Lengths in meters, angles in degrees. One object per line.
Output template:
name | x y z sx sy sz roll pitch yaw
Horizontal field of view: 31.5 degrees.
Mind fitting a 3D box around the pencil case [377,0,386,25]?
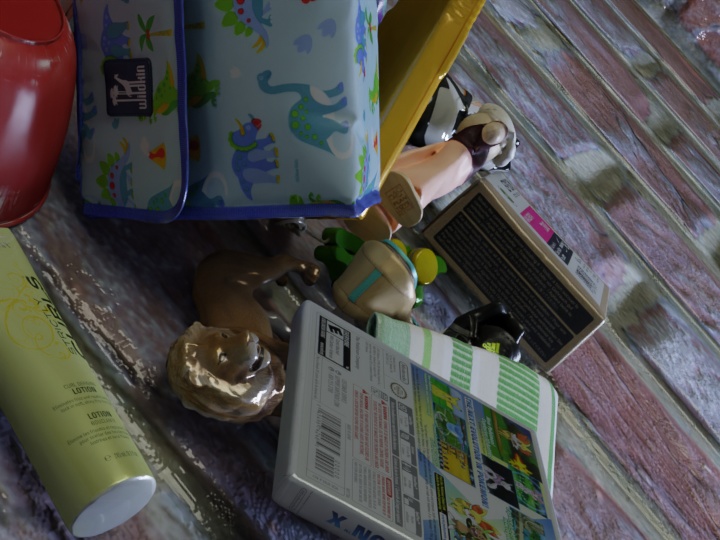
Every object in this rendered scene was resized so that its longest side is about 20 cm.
pencil case | -0.073 -0.207 1.056 0.199 0.086 0.092 -28 33 -30

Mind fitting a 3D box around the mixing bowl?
mixing bowl | -0.248 -0.136 0.773 0.199 0.108 0.201 34 28 -21

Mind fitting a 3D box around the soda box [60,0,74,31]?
soda box | -0.174 -0.230 1.060 0.199 0.064 0.069 1 49 -56

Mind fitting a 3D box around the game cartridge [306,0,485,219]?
game cartridge | 0.015 -0.130 0.975 0.032 0.201 0.176 34 -8 -17

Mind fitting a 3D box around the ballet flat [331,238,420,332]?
ballet flat | 0.006 0.033 0.926 0.069 0.063 0.200 44 -11 17

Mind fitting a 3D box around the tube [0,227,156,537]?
tube | -0.179 0.048 0.688 0.201 0.052 0.058 54 -13 25

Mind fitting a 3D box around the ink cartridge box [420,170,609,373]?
ink cartridge box | 0.147 -0.006 1.163 0.165 0.075 0.200 49 14 2

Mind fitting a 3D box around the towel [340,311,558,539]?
towel | 0.069 0.127 0.883 0.199 0.023 0.155 19 71 -41

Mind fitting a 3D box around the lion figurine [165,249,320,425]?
lion figurine | -0.079 0.037 0.841 0.121 0.073 0.201 23 20 -25

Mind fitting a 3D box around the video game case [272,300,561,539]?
video game case | 0.036 0.109 0.731 0.181 0.022 0.201 30 21 -13

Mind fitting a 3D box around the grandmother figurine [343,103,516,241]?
grandmother figurine | 0.070 -0.086 1.013 0.200 0.120 0.061 -38 101 -51

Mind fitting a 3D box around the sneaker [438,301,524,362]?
sneaker | 0.078 0.081 0.966 0.074 0.087 0.200 44 29 -3

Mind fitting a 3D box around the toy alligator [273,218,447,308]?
toy alligator | 0.000 0.000 1.012 0.199 0.059 0.055 14 80 -47

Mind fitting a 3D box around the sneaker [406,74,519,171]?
sneaker | 0.091 -0.131 1.136 0.079 0.075 0.200 24 7 20

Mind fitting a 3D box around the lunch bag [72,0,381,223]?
lunch bag | -0.090 -0.120 0.822 0.127 0.197 0.173 -33 123 -77
